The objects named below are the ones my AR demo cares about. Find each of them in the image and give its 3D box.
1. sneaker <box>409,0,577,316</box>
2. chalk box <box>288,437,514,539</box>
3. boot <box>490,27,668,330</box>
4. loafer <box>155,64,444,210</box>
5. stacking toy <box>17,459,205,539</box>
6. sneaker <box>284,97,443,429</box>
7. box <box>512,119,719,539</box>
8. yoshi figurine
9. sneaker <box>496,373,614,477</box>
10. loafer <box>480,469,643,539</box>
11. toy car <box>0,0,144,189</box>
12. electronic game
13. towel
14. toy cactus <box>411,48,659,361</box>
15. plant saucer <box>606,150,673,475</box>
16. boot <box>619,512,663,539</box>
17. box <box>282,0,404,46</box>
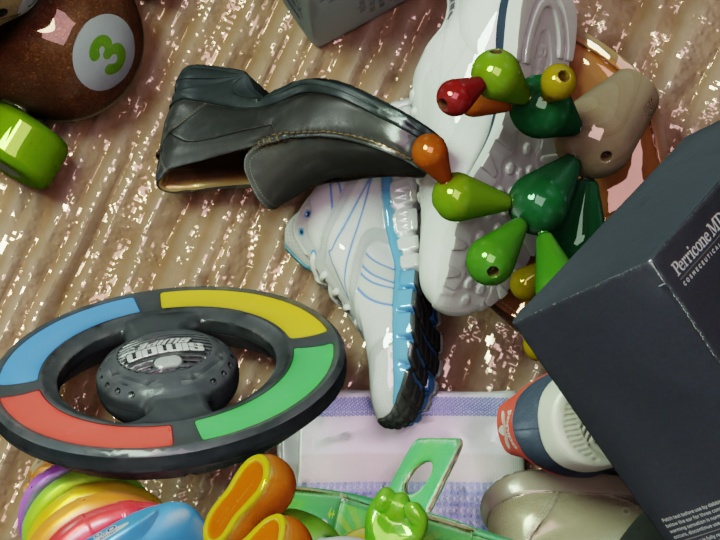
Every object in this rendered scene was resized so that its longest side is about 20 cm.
[{"bbox_3d":[0.063,-0.072,1.452,0.080,0.076,0.201,7,78,37],"label":"sneaker"},{"bbox_3d":[0.007,0.184,1.374,0.123,0.124,0.201,17,80,-20],"label":"chalk box"},{"bbox_3d":[0.121,-0.040,1.489,0.200,0.077,0.155,45,86,1],"label":"boot"},{"bbox_3d":[-0.036,-0.066,1.448,0.199,0.073,0.073,8,70,45],"label":"loafer"},{"bbox_3d":[-0.146,0.144,1.399,0.116,0.200,0.110,-29,120,-6],"label":"stacking toy"},{"bbox_3d":[0.000,0.000,1.476,0.086,0.075,0.201,-8,63,10],"label":"sneaker"},{"bbox_3d":[0.207,0.032,1.312,0.183,0.104,0.200,56,47,-9],"label":"box"},{"bbox_3d":[0.027,0.162,1.260,0.200,0.112,0.113,36,65,-24],"label":"yoshi figurine"},{"bbox_3d":[0.162,0.075,1.419,0.199,0.084,0.075,0,83,-33],"label":"sneaker"},{"bbox_3d":[0.167,0.153,1.432,0.199,0.076,0.069,-1,59,-1],"label":"loafer"},{"bbox_3d":[-0.202,-0.164,1.440,0.157,0.200,0.165,29,80,6],"label":"toy car"},{"bbox_3d":[-0.106,0.058,1.414,0.199,0.200,0.042,-5,115,-1],"label":"electronic game"},{"bbox_3d":[0.023,0.165,1.466,0.146,0.024,0.201,-1,81,-2],"label":"towel"},{"bbox_3d":[0.114,-0.053,1.389,0.165,0.102,0.201,-48,123,-33],"label":"toy cactus"},{"bbox_3d":[0.176,0.036,1.452,0.070,0.019,0.201,16,101,-12],"label":"plant saucer"},{"bbox_3d":[0.173,0.222,1.395,0.200,0.175,0.069,-36,41,-10],"label":"boot"},{"bbox_3d":[0.031,-0.243,1.466,0.199,0.184,0.105,-29,79,-6],"label":"box"}]
